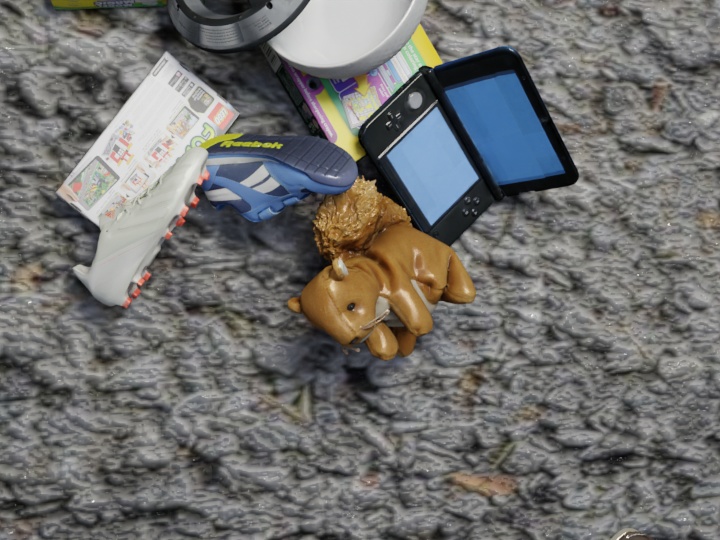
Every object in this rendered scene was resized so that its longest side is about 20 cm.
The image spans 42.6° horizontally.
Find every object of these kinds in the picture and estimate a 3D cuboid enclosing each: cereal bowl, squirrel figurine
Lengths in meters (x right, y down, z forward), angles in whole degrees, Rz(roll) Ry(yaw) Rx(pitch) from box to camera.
[{"bbox_3d":[-0.015,-0.297,0.997,0.196,0.083,0.205,-4,75,17],"label":"cereal bowl"},{"bbox_3d":[0.000,0.000,1.016,0.185,0.141,0.203,-8,71,-44],"label":"squirrel figurine"}]

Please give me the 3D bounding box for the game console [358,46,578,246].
[{"bbox_3d":[0.124,-0.129,1.050,0.171,0.118,0.201,-44,123,-11],"label":"game console"}]

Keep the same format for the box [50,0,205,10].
[{"bbox_3d":[-0.250,-0.360,1.037,0.196,0.048,0.120,-6,89,-12],"label":"box"}]

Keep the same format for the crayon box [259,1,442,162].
[{"bbox_3d":[-0.006,-0.246,1.087,0.171,0.058,0.202,-33,95,-14],"label":"crayon box"}]

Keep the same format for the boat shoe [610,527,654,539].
[{"bbox_3d":[0.300,0.410,1.138,0.072,0.059,0.200,43,79,-9],"label":"boat shoe"}]

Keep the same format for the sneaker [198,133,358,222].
[{"bbox_3d":[-0.090,-0.097,0.996,0.074,0.196,0.084,-44,135,-51],"label":"sneaker"}]

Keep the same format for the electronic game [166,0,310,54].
[{"bbox_3d":[-0.121,-0.322,0.972,0.196,0.042,0.204,-9,69,23],"label":"electronic game"}]

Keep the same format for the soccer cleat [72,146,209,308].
[{"bbox_3d":[-0.231,-0.053,0.973,0.077,0.069,0.201,34,102,-6],"label":"soccer cleat"}]

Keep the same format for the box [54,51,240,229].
[{"bbox_3d":[-0.236,-0.130,1.037,0.110,0.035,0.201,38,80,-10],"label":"box"}]
